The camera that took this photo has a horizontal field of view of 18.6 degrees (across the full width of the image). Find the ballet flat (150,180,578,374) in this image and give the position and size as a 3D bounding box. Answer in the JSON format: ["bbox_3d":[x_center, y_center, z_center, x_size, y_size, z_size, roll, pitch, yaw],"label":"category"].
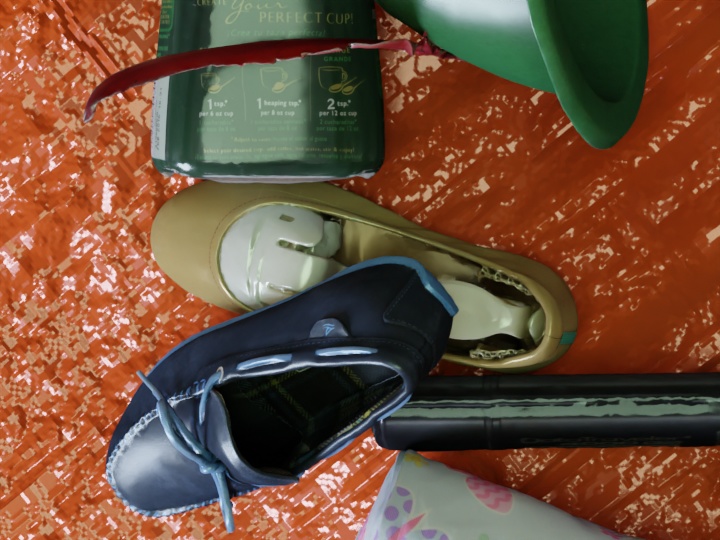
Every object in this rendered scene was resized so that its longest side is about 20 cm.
[{"bbox_3d":[0.000,0.000,0.973,0.198,0.063,0.069,11,97,5],"label":"ballet flat"}]

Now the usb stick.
[{"bbox_3d":[0.101,0.062,0.975,0.198,0.055,0.033,-1,73,6],"label":"usb stick"}]

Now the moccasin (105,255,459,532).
[{"bbox_3d":[-0.047,0.058,0.947,0.080,0.068,0.200,40,127,-16],"label":"moccasin"}]

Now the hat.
[{"bbox_3d":[0.010,-0.125,0.915,0.175,0.200,0.167,-8,74,22],"label":"hat"}]

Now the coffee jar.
[{"bbox_3d":[-0.039,-0.140,0.949,0.103,0.085,0.202,1,97,-4],"label":"coffee jar"}]

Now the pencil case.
[{"bbox_3d":[0.092,0.147,0.969,0.199,0.091,0.084,19,81,2],"label":"pencil case"}]
